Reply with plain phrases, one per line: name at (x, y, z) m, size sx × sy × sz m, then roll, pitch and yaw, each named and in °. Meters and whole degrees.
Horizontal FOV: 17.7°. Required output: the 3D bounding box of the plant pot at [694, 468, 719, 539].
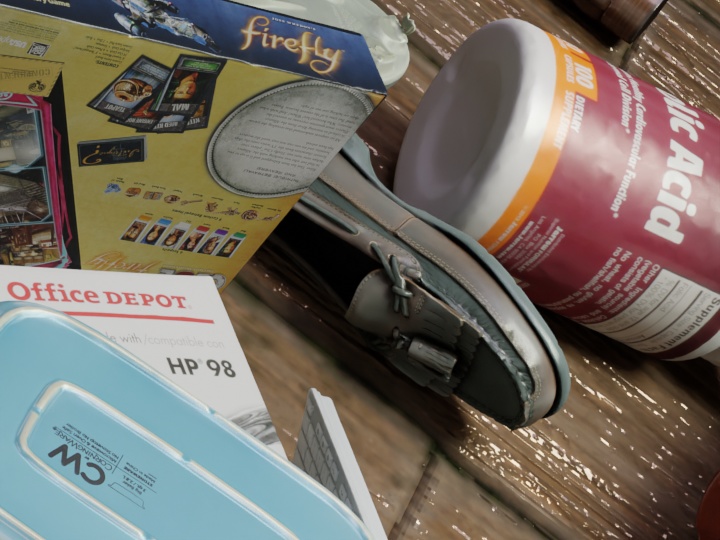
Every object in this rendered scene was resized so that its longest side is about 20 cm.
plant pot at (0.256, 0.103, 1.001) m, size 0.195 × 0.201 × 0.201 m, roll -26°, pitch 72°, yaw -45°

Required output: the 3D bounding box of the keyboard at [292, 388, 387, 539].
keyboard at (-0.001, 0.117, 0.795) m, size 0.011 × 0.056 × 0.200 m, roll 10°, pitch 27°, yaw -20°

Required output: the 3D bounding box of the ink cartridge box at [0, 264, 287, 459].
ink cartridge box at (-0.093, 0.064, 0.800) m, size 0.116 × 0.067 × 0.200 m, roll 3°, pitch 50°, yaw -40°

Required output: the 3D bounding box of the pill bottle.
pill bottle at (0.126, -0.026, 1.065) m, size 0.200 × 0.114 × 0.114 m, roll 23°, pitch 39°, yaw -23°

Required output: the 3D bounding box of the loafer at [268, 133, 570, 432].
loafer at (0.000, 0.000, 0.973) m, size 0.063 × 0.072 × 0.200 m, roll -32°, pitch 68°, yaw -34°

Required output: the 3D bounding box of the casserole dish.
casserole dish at (-0.069, 0.080, 0.718) m, size 0.200 × 0.039 × 0.121 m, roll 34°, pitch 37°, yaw -7°

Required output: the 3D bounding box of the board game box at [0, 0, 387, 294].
board game box at (-0.109, -0.051, 0.851) m, size 0.200 × 0.136 × 0.035 m, roll 10°, pitch 45°, yaw -38°

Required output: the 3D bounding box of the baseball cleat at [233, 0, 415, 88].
baseball cleat at (-0.075, -0.082, 0.940) m, size 0.200 × 0.106 × 0.070 m, roll 2°, pitch 54°, yaw -42°

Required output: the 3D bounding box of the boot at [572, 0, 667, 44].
boot at (0.112, -0.233, 1.329) m, size 0.200 × 0.064 × 0.186 m, roll 39°, pitch 33°, yaw 4°
